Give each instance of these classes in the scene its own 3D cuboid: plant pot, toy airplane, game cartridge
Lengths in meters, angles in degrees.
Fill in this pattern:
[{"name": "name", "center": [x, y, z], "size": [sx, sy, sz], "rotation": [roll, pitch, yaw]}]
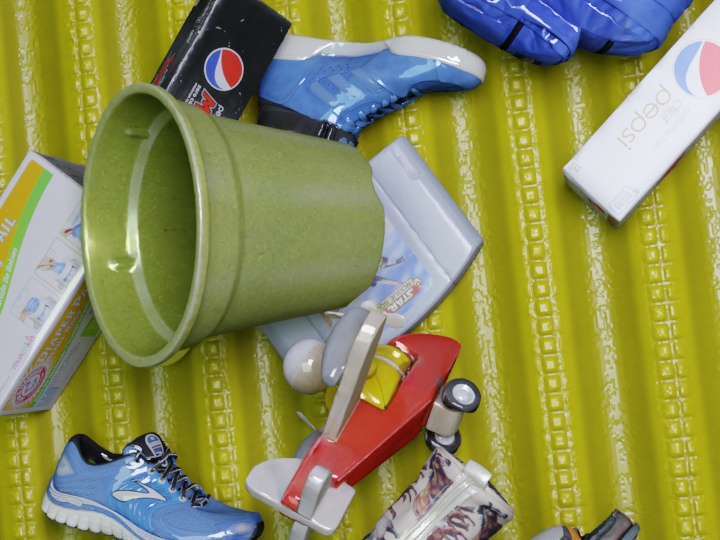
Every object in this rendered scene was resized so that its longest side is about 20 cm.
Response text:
[{"name": "plant pot", "center": [-0.088, -0.033, 0.943], "size": [0.199, 0.182, 0.204], "rotation": [2, 92, 54]}, {"name": "toy airplane", "center": [-0.018, 0.116, 0.974], "size": [0.141, 0.199, 0.201], "rotation": [44, 99, 21]}, {"name": "game cartridge", "center": [0.000, 0.000, 1.060], "size": [0.199, 0.041, 0.134], "rotation": [-39, 76, 7]}]

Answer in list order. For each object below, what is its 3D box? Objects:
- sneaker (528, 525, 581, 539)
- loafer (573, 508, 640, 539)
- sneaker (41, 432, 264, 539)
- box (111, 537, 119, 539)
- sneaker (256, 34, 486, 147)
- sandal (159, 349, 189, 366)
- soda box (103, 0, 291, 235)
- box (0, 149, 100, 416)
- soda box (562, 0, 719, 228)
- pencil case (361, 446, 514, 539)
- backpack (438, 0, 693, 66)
[{"name": "sneaker", "center": [0.084, 0.251, 0.968], "size": [0.200, 0.075, 0.092], "rotation": [-43, 39, 14]}, {"name": "loafer", "center": [0.136, 0.258, 1.001], "size": [0.063, 0.072, 0.200], "rotation": [45, 98, 16]}, {"name": "sneaker", "center": [-0.175, 0.188, 1.062], "size": [0.197, 0.078, 0.091], "rotation": [13, 92, 12]}, {"name": "box", "center": [-0.238, 0.348, 1.051], "size": [0.199, 0.106, 0.153], "rotation": [-41, 80, 6]}, {"name": "sneaker", "center": [0.004, -0.133, 1.042], "size": [0.197, 0.077, 0.113], "rotation": [6, 82, 16]}, {"name": "sandal", "center": [-0.147, -0.011, 1.064], "size": [0.079, 0.087, 0.203], "rotation": [24, 90, 14]}, {"name": "soda box", "center": [-0.139, -0.135, 1.026], "size": [0.070, 0.063, 0.202], "rotation": [31, 87, -26]}, {"name": "box", "center": [-0.276, 0.014, 1.075], "size": [0.101, 0.112, 0.201], "rotation": [34, 95, 11]}, {"name": "soda box", "center": [0.251, -0.129, 0.999], "size": [0.064, 0.068, 0.200], "rotation": [43, 95, 10]}, {"name": "pencil case", "center": [0.026, 0.221, 0.943], "size": [0.078, 0.089, 0.200], "rotation": [45, 89, 8]}, {"name": "backpack", "center": [0.164, -0.243, 0.981], "size": [0.198, 0.163, 0.170], "rotation": [27, 101, -1]}]
